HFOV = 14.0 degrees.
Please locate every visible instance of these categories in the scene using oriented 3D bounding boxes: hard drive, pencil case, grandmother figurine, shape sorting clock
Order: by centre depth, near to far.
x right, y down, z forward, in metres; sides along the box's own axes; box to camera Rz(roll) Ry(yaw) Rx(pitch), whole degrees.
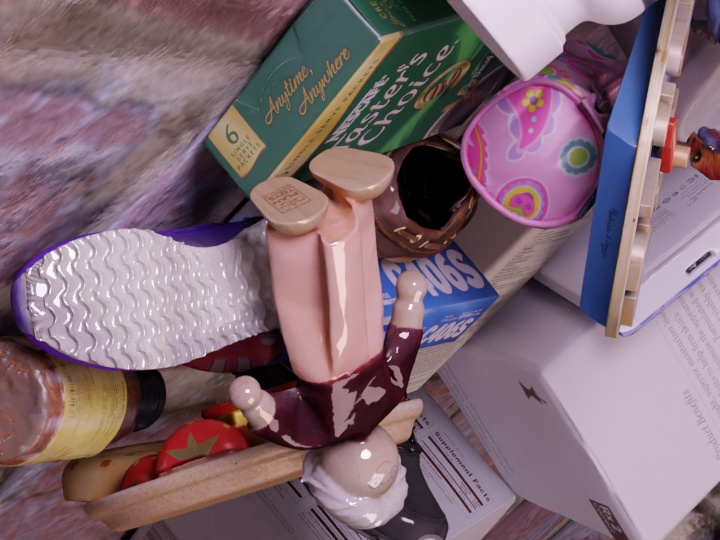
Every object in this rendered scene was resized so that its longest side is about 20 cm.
[{"bbox_3d":[-0.011,0.044,1.438,0.121,0.061,0.201,-23,126,-18],"label":"grandmother figurine"},{"bbox_3d":[0.153,-0.063,1.531,0.200,0.039,0.201,14,90,-81],"label":"shape sorting clock"},{"bbox_3d":[0.111,-0.078,1.628,0.087,0.087,0.200,-44,180,14],"label":"pencil case"},{"bbox_3d":[0.166,-0.034,1.861,0.132,0.025,0.200,-38,-153,-8],"label":"hard drive"}]

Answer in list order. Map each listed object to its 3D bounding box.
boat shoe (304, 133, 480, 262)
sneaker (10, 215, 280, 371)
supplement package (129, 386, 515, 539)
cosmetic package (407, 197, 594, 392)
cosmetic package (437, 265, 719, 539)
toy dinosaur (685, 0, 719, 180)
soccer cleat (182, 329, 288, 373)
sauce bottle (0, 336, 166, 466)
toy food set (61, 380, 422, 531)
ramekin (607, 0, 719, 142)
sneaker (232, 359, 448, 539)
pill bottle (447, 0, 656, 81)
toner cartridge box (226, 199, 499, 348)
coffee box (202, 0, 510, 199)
[{"bbox_3d":[0.030,-0.041,1.588,0.070,0.071,0.200,-16,-178,24],"label":"boat shoe"},{"bbox_3d":[-0.103,0.015,1.457,0.199,0.070,0.099,-8,177,-42],"label":"sneaker"},{"bbox_3d":[-0.040,0.188,2.007,0.200,0.147,0.191,-26,161,-46],"label":"supplement package"},{"bbox_3d":[0.059,-0.009,1.812,0.200,0.073,0.103,-46,166,21],"label":"cosmetic package"},{"bbox_3d":[0.174,0.045,1.935,0.200,0.165,0.165,-42,-150,-17],"label":"cosmetic package"},{"bbox_3d":[0.198,-0.147,1.544,0.200,0.105,0.182,42,54,-45],"label":"toy dinosaur"},{"bbox_3d":[-0.072,0.033,1.615,0.076,0.067,0.200,-41,170,23],"label":"soccer cleat"},{"bbox_3d":[-0.149,0.066,1.496,0.066,0.066,0.200,-43,166,11],"label":"sauce bottle"},{"bbox_3d":[-0.058,0.094,1.587,0.197,0.049,0.200,-16,175,-18],"label":"toy food set"},{"bbox_3d":[0.231,-0.175,1.709,0.202,0.094,0.202,-39,166,-11],"label":"ramekin"},{"bbox_3d":[-0.006,0.083,1.704,0.075,0.200,0.079,15,118,-50],"label":"sneaker"},{"bbox_3d":[0.119,-0.185,1.326,0.200,0.116,0.116,-40,167,1],"label":"pill bottle"},{"bbox_3d":[0.000,0.000,1.635,0.043,0.095,0.200,-46,166,20],"label":"toner cartridge box"},{"bbox_3d":[0.020,-0.105,1.459,0.123,0.044,0.200,-48,164,33],"label":"coffee box"}]
